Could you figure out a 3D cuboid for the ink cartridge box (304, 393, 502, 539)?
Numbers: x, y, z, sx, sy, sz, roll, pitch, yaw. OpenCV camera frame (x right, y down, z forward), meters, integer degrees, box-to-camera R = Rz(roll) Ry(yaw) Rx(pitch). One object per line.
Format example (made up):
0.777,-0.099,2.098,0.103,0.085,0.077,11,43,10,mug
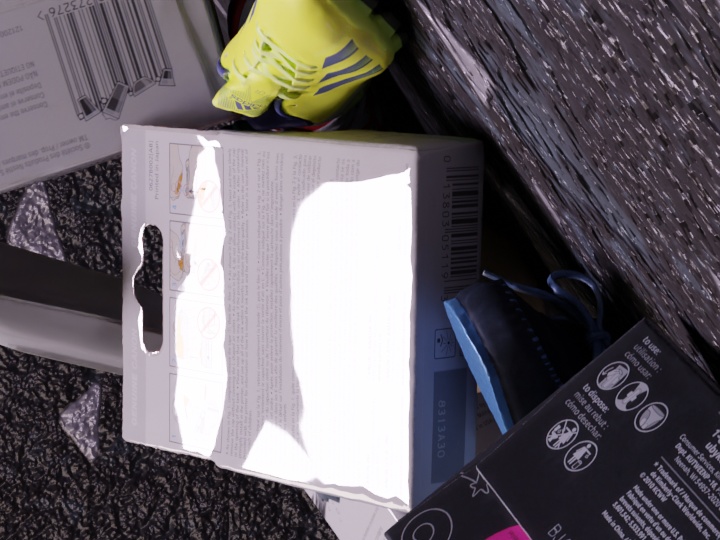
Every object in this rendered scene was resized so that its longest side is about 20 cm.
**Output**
0.036,0.075,1.234,0.200,0.146,0.086,53,151,24,ink cartridge box

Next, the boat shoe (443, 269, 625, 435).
0.087,0.041,0.960,0.084,0.069,0.200,67,-173,20,boat shoe

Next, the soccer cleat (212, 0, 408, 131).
-0.029,-0.096,0.991,0.065,0.084,0.200,55,178,4,soccer cleat

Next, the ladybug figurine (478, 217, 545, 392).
0.000,0.000,1.133,0.199,0.072,0.136,14,147,6,ladybug figurine

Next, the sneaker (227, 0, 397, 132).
-0.007,-0.067,1.168,0.200,0.071,0.112,56,-179,-5,sneaker

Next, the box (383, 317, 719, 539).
0.120,0.132,0.766,0.115,0.132,0.200,51,180,-34,box

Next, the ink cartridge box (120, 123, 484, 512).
-0.031,0.015,1.037,0.200,0.050,0.161,8,100,46,ink cartridge box

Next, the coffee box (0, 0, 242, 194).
-0.182,-0.147,1.174,0.198,0.199,0.201,-122,16,-85,coffee box

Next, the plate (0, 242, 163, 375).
-0.163,0.019,1.192,0.200,0.032,0.199,16,-176,-36,plate

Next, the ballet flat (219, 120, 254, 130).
-0.029,-0.035,1.300,0.068,0.067,0.200,48,-162,30,ballet flat
